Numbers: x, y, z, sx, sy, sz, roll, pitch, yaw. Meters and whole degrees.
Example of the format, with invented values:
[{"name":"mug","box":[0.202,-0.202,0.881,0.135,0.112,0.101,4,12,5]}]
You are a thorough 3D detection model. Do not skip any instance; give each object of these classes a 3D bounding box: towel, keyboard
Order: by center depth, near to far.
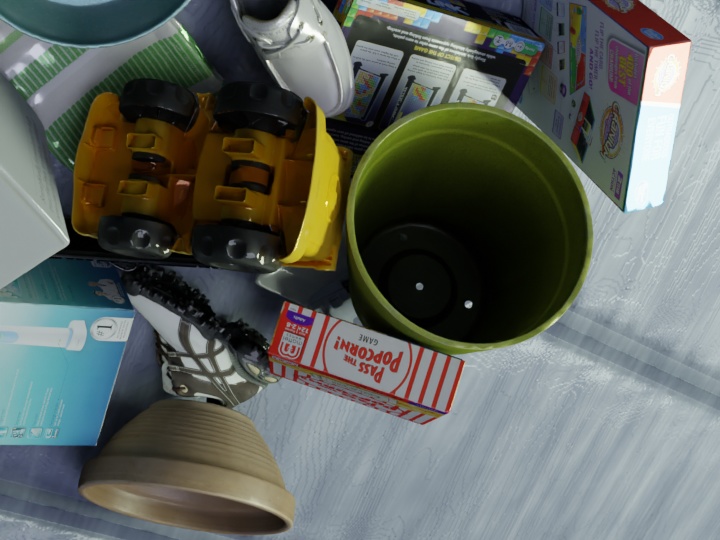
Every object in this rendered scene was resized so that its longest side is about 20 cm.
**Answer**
[{"name":"towel","box":[-0.212,-0.165,1.087,0.152,0.023,0.200,-38,131,3]},{"name":"keyboard","box":[-0.197,-0.011,1.149,0.199,0.104,0.040,5,107,-31]}]

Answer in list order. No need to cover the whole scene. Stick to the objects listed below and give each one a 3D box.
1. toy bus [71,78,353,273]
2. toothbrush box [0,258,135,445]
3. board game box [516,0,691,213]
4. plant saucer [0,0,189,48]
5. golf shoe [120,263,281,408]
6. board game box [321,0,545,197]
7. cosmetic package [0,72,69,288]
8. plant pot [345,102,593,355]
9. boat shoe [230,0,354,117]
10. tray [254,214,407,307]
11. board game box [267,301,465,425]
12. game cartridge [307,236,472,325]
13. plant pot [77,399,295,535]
[{"name":"toy bus","box":[-0.102,-0.063,1.112,0.192,0.198,0.137,27,70,-70]},{"name":"toothbrush box","box":[-0.306,0.064,1.160,0.199,0.085,0.147,3,122,-30]},{"name":"board game box","box":[0.198,-0.165,1.180,0.040,0.200,0.154,-12,128,-19]},{"name":"plant saucer","box":[-0.198,-0.261,0.994,0.198,0.036,0.202,-6,111,-16]},{"name":"golf shoe","box":[-0.156,0.070,1.249,0.094,0.078,0.200,-43,130,7]},{"name":"board game box","box":[0.039,-0.157,1.201,0.199,0.057,0.166,10,119,-32]},{"name":"cosmetic package","box":[-0.341,-0.064,0.989,0.199,0.165,0.165,-31,131,5]},{"name":"plant pot","box":[0.068,-0.010,1.173,0.199,0.202,0.193,-16,168,-16]},{"name":"boat shoe","box":[-0.066,-0.197,1.074,0.070,0.069,0.201,-21,115,16]},{"name":"tray","box":[0.000,0.000,1.314,0.199,0.022,0.108,26,107,-38]},{"name":"board game box","box":[0.000,0.081,1.172,0.150,0.200,0.047,19,81,0]},{"name":"game cartridge","box":[0.056,0.035,1.331,0.199,0.041,0.134,-26,127,-8]},{"name":"plant pot","box":[-0.153,0.178,1.288,0.199,0.093,0.201,8,159,3]}]
